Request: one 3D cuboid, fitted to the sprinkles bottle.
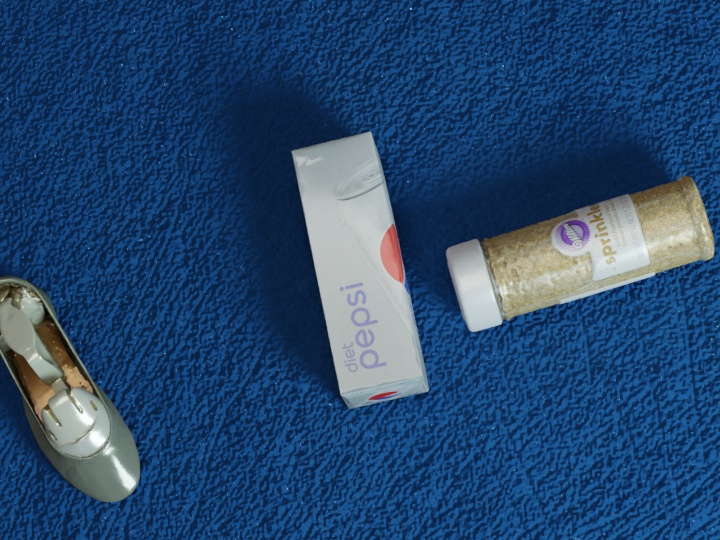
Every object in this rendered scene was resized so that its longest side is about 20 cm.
[{"bbox_3d":[0.168,-0.013,1.729,0.198,0.068,0.069,-17,75,2],"label":"sprinkles bottle"}]

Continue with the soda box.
[{"bbox_3d":[0.000,0.000,1.749,0.068,0.063,0.202,-12,76,4],"label":"soda box"}]

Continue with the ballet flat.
[{"bbox_3d":[-0.240,0.092,1.757,0.067,0.064,0.201,-32,75,-1],"label":"ballet flat"}]
